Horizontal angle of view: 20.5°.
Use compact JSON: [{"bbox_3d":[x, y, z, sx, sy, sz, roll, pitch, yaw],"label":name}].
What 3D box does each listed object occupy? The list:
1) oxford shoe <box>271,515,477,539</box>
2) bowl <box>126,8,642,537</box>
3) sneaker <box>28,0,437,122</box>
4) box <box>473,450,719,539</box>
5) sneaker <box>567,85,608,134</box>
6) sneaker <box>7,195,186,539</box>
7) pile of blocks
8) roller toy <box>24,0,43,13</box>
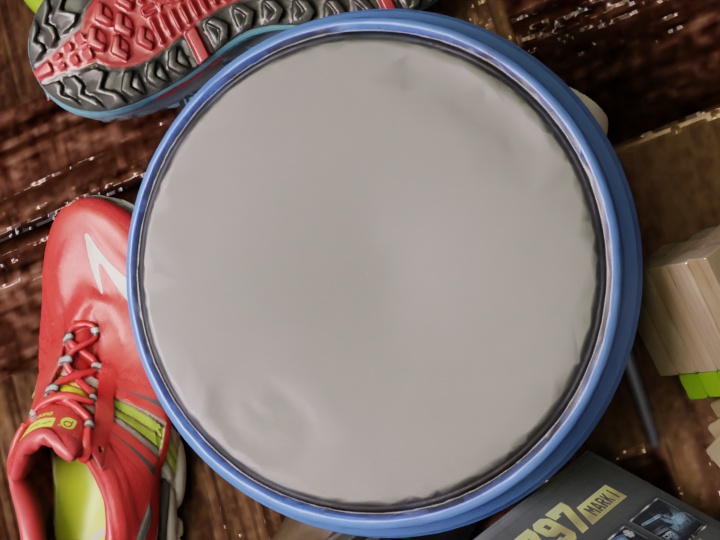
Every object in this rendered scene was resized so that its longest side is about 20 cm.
[{"bbox_3d":[0.006,0.087,0.824,0.200,0.073,0.084,-47,50,11],"label":"oxford shoe"},{"bbox_3d":[0.005,0.000,0.747,0.200,0.039,0.202,0,89,11],"label":"bowl"},{"bbox_3d":[-0.047,-0.121,0.859,0.199,0.096,0.080,-18,86,-6],"label":"sneaker"},{"bbox_3d":[0.095,0.150,0.695,0.157,0.200,0.051,28,119,23],"label":"box"},{"bbox_3d":[0.000,0.000,0.807,0.199,0.081,0.147,-1,67,32],"label":"sneaker"},{"bbox_3d":[-0.115,0.063,0.862,0.077,0.085,0.201,-6,81,23],"label":"sneaker"},{"bbox_3d":[0.184,0.058,0.753,0.062,0.082,0.200,-33,77,-29],"label":"pile of blocks"},{"bbox_3d":[-0.122,-0.229,0.873,0.182,0.140,0.200,-36,70,15],"label":"roller toy"}]
